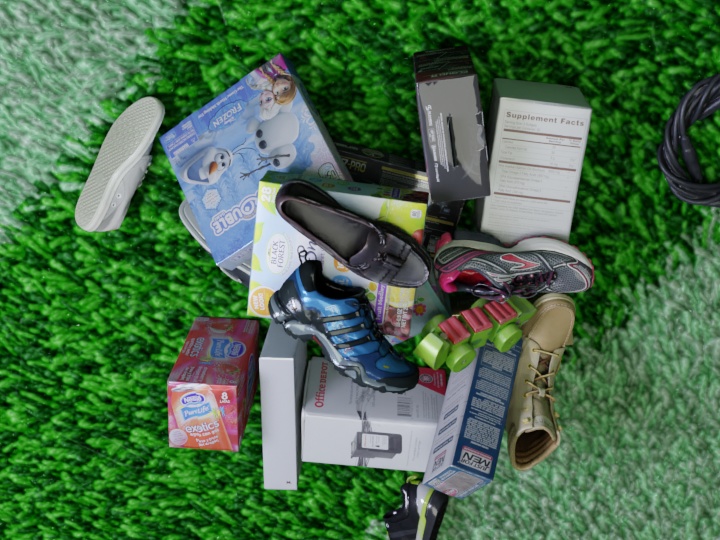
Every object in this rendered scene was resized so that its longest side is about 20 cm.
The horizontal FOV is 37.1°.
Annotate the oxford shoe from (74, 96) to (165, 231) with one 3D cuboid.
[{"bbox_3d":[-0.309,-0.138,1.416,0.058,0.075,0.201,16,108,-47],"label":"oxford shoe"}]

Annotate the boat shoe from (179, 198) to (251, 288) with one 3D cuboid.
[{"bbox_3d":[-0.165,-0.022,1.450,0.200,0.076,0.060,40,148,2],"label":"boat shoe"}]

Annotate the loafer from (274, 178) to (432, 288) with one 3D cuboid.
[{"bbox_3d":[-0.011,-0.033,1.204,0.199,0.063,0.072,30,105,-4],"label":"loafer"}]

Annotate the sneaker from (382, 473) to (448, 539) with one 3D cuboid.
[{"bbox_3d":[0.071,0.394,1.624,0.082,0.072,0.201,24,112,18],"label":"sneaker"}]

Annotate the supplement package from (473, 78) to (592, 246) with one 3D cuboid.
[{"bbox_3d":[0.215,-0.130,1.368,0.117,0.117,0.201,7,112,1],"label":"supplement package"}]

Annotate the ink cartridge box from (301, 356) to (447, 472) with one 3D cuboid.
[{"bbox_3d":[0.020,0.198,1.491,0.199,0.145,0.084,5,118,0],"label":"ink cartridge box"}]

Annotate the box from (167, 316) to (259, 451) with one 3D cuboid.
[{"bbox_3d":[-0.194,0.149,1.448,0.095,0.200,0.100,3,112,2],"label":"box"}]

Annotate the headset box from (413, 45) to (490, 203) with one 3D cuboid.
[{"bbox_3d":[0.110,-0.179,1.307,0.075,0.200,0.150,-8,113,4],"label":"headset box"}]

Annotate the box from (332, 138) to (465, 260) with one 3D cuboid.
[{"bbox_3d":[0.029,-0.073,1.434,0.199,0.049,0.162,13,114,-3],"label":"box"}]

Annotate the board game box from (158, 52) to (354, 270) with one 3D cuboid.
[{"bbox_3d":[-0.133,-0.137,1.356,0.199,0.043,0.200,-33,71,14],"label":"board game box"}]

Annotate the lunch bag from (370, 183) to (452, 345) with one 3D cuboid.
[{"bbox_3d":[0.000,0.000,1.376,0.170,0.122,0.200,-28,116,16],"label":"lunch bag"}]

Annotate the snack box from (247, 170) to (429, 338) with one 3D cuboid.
[{"bbox_3d":[-0.027,-0.020,1.278,0.199,0.068,0.170,8,108,4],"label":"snack box"}]

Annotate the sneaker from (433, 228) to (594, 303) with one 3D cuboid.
[{"bbox_3d":[0.189,0.007,1.327,0.199,0.075,0.081,4,134,2],"label":"sneaker"}]

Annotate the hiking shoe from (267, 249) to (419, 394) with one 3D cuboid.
[{"bbox_3d":[-0.008,0.067,1.231,0.199,0.074,0.087,33,112,-8],"label":"hiking shoe"}]

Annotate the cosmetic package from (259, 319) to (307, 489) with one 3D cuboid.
[{"bbox_3d":[-0.104,0.176,1.483,0.051,0.151,0.201,1,112,1],"label":"cosmetic package"}]

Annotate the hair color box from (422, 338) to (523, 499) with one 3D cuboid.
[{"bbox_3d":[0.145,0.181,1.375,0.060,0.201,0.100,22,151,-8],"label":"hair color box"}]

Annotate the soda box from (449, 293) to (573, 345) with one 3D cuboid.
[{"bbox_3d":[0.188,0.071,1.479,0.199,0.064,0.068,-7,112,4],"label":"soda box"}]

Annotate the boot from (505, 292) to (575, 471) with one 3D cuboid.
[{"bbox_3d":[0.233,0.144,1.389,0.072,0.156,0.201,16,124,-11],"label":"boot"}]

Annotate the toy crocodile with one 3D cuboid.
[{"bbox_3d":[0.143,0.070,1.326,0.199,0.068,0.062,-20,147,-34],"label":"toy crocodile"}]

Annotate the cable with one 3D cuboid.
[{"bbox_3d":[0.476,-0.178,1.384,0.162,0.051,0.201,15,114,1],"label":"cable"}]
